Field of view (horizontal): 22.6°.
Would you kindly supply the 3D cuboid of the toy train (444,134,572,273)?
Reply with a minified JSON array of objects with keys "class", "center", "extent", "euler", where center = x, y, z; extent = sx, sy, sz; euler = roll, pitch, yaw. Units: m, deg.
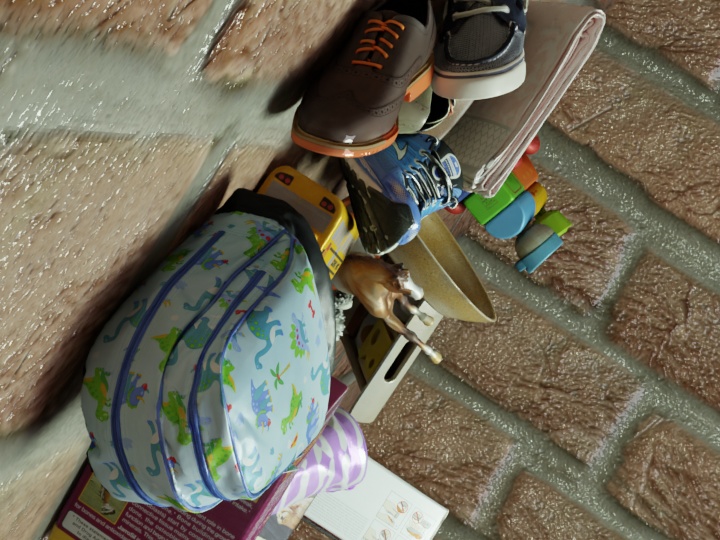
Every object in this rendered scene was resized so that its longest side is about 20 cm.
[{"class":"toy train","center":[0.155,-0.072,1.684],"extent":[0.085,0.116,0.200],"euler":[-38,180,24]}]

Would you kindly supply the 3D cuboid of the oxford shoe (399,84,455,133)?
[{"class":"oxford shoe","center":[0.039,-0.136,1.405],"extent":[0.071,0.075,0.200],"euler":[-62,174,20]}]

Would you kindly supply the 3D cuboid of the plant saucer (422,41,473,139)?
[{"class":"plant saucer","center":[0.087,-0.178,1.552],"extent":[0.200,0.034,0.200],"euler":[-55,-172,11]}]

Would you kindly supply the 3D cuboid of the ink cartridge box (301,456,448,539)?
[{"class":"ink cartridge box","center":[-0.041,0.202,1.743],"extent":[0.084,0.200,0.176],"euler":[-57,-164,-9]}]

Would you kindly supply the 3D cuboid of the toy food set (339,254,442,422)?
[{"class":"toy food set","center":[0.011,0.036,1.699],"extent":[0.144,0.060,0.200],"euler":[-58,-157,18]}]

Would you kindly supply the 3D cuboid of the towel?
[{"class":"towel","center":[0.113,-0.164,1.619],"extent":[0.191,0.032,0.200],"euler":[-56,-151,-5]}]

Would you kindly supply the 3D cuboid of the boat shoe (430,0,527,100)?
[{"class":"boat shoe","center":[0.087,-0.198,1.349],"extent":[0.200,0.074,0.093],"euler":[-77,161,-65]}]

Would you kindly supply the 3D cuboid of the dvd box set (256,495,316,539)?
[{"class":"dvd box set","center":[-0.119,0.188,1.553],"extent":[0.146,0.029,0.200],"euler":[-55,140,-11]}]

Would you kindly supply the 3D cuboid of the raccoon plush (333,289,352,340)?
[{"class":"raccoon plush","center":[-0.049,0.026,1.528],"extent":[0.134,0.097,0.200],"euler":[-62,178,-36]}]

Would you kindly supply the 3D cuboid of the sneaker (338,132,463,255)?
[{"class":"sneaker","center":[0.032,-0.072,1.365],"extent":[0.089,0.079,0.200],"euler":[-15,-161,3]}]

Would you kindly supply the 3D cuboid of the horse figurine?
[{"class":"horse figurine","center":[0.000,0.000,1.492],"extent":[0.050,0.200,0.133],"euler":[-47,134,-1]}]

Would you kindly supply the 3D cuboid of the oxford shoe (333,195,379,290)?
[{"class":"oxford shoe","center":[-0.032,-0.004,1.677],"extent":[0.073,0.071,0.200],"euler":[-91,-157,-51]}]

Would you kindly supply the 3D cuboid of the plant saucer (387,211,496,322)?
[{"class":"plant saucer","center":[0.045,-0.030,1.549],"extent":[0.035,0.200,0.200],"euler":[-35,178,10]}]

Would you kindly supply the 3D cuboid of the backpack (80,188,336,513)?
[{"class":"backpack","center":[-0.091,0.064,1.130],"extent":[0.200,0.154,0.163],"euler":[-30,126,-42]}]

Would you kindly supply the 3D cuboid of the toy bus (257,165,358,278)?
[{"class":"toy bus","center":[-0.049,-0.025,1.329],"extent":[0.078,0.065,0.200],"euler":[-56,174,-1]}]

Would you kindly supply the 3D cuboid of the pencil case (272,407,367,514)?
[{"class":"pencil case","center":[-0.084,0.176,1.488],"extent":[0.200,0.086,0.084],"euler":[-22,-164,-37]}]

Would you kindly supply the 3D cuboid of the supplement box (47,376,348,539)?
[{"class":"supplement box","center":[-0.121,0.143,1.335],"extent":[0.200,0.131,0.103],"euler":[-58,174,20]}]

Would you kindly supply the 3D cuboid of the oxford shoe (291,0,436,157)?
[{"class":"oxford shoe","center":[0.003,-0.138,1.223],"extent":[0.200,0.071,0.073],"euler":[-60,162,-57]}]
